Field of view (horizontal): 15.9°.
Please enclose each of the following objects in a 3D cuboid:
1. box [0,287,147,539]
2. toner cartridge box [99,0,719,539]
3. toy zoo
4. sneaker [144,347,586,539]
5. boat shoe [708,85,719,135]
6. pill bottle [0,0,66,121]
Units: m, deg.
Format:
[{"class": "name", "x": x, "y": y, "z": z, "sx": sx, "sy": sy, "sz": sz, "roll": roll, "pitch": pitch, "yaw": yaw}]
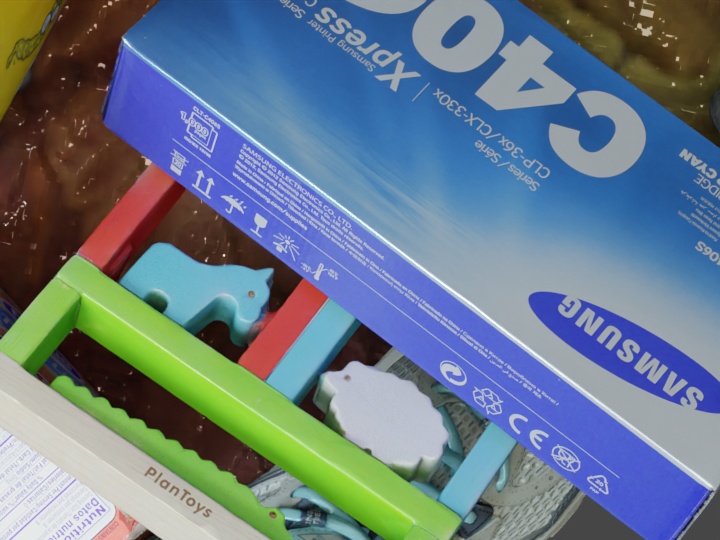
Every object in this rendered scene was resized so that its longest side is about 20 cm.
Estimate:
[{"class": "box", "x": -0.162, "y": 0.097, "z": 0.755, "sx": 0.200, "sy": 0.095, "sz": 0.103, "roll": -43, "pitch": 93, "yaw": 4}, {"class": "toner cartridge box", "x": 0.035, "y": -0.022, "z": 0.715, "sx": 0.200, "sy": 0.043, "sz": 0.095, "roll": 37, "pitch": 58, "yaw": 8}, {"class": "toy zoo", "x": 0.000, "y": 0.000, "z": 0.731, "sx": 0.131, "sy": 0.020, "sz": 0.200, "roll": 33, "pitch": 58, "yaw": 6}, {"class": "sneaker", "x": 0.001, "y": 0.080, "z": 0.756, "sx": 0.200, "sy": 0.086, "sz": 0.078, "roll": -38, "pitch": 93, "yaw": 3}, {"class": "boat shoe", "x": 0.187, "y": 0.000, "z": 0.760, "sx": 0.200, "sy": 0.072, "sz": 0.068, "roll": 38, "pitch": 128, "yaw": -15}, {"class": "pill bottle", "x": -0.138, "y": -0.085, "z": 0.701, "sx": 0.113, "sy": 0.113, "sz": 0.200, "roll": 25, "pitch": 61, "yaw": -1}]
